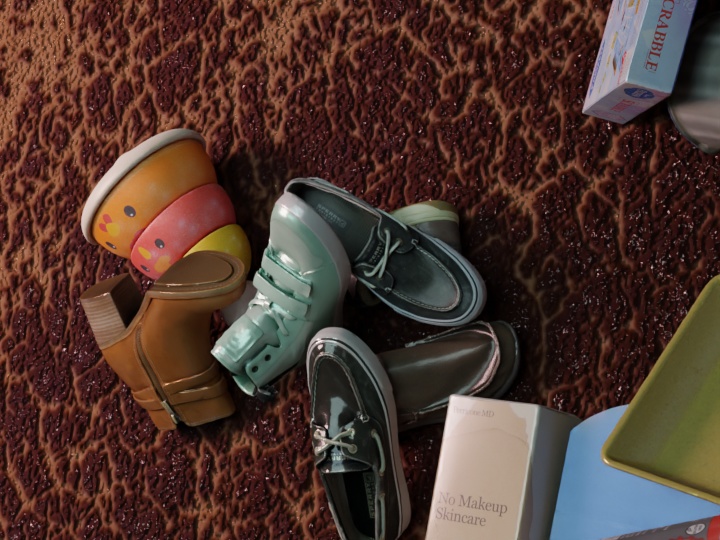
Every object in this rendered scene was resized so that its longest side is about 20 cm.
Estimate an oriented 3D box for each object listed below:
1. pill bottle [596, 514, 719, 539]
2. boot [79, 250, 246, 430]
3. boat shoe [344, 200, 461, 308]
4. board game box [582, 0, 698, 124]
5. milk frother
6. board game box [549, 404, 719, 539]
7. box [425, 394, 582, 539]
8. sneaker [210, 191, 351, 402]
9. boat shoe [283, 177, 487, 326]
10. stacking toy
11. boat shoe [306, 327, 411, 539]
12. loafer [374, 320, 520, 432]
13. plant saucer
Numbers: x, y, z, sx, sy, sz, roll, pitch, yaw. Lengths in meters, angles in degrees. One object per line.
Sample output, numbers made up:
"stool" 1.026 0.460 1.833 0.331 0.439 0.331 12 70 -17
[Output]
"pill bottle" 0.211 0.257 1.563 0.200 0.116 0.116 -16 70 25
"boot" -0.151 0.068 1.878 0.200 0.074 0.155 -10 115 42
"boat shoe" 0.000 0.000 1.833 0.200 0.073 0.065 -25 60 26
"board game box" 0.239 -0.228 1.667 0.041 0.200 0.200 16 87 -3
"milk frother" 0.377 -0.144 1.593 0.181 0.200 0.188 -59 24 -3
"board game box" 0.234 0.208 1.649 0.158 0.039 0.200 9 86 29
"box" 0.113 0.209 1.703 0.095 0.078 0.200 3 80 35
"sneaker" -0.072 0.030 1.749 0.118 0.201 0.074 -38 58 -26
"boat shoe" 0.013 -0.014 1.759 0.200 0.071 0.072 30 96 16
"stacking toy" -0.150 -0.021 1.923 0.200 0.146 0.146 47 105 16
"boat shoe" -0.006 0.148 1.749 0.071 0.064 0.200 -9 105 28
"loafer" 0.047 0.099 1.778 0.200 0.071 0.073 -28 65 26
"plant saucer" 0.316 0.110 1.574 0.200 0.048 0.200 17 59 36
